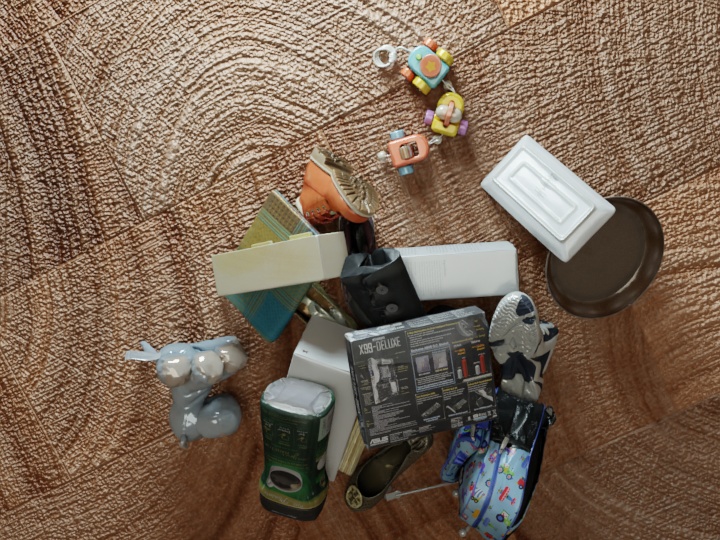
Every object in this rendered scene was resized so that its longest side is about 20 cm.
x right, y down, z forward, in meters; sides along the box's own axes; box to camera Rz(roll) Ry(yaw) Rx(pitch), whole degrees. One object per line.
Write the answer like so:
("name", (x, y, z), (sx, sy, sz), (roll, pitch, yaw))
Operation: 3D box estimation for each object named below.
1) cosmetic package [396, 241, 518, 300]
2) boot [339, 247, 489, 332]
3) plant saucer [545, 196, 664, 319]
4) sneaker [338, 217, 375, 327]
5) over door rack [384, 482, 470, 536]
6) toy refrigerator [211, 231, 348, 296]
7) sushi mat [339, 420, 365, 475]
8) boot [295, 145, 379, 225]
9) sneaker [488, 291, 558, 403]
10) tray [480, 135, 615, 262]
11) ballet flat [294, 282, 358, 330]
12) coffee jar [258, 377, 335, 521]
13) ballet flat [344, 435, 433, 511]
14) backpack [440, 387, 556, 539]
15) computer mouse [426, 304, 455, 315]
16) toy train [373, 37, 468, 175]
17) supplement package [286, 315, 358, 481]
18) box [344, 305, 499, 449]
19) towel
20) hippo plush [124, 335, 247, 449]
("cosmetic package", (0.140, 0.000, 1.188), (0.197, 0.101, 0.072), (-4, 99, 5))
("boot", (0.082, 0.044, 1.113), (0.163, 0.066, 0.201), (-20, 122, 14))
("plant saucer", (0.372, -0.022, 1.178), (0.197, 0.032, 0.203), (-6, 115, -12))
("sneaker", (0.000, 0.000, 1.187), (0.075, 0.116, 0.203), (-12, 98, 2))
("over door rack", (0.141, 0.427, 1.270), (0.197, 0.067, 0.150), (-10, 97, 5))
("toy refrigerator", (-0.120, -0.012, 1.130), (0.198, 0.076, 0.071), (-8, 92, 32))
("sushi mat", (-0.018, 0.237, 1.278), (0.095, 0.012, 0.202), (22, 99, 1))
("boot", (-0.040, -0.102, 1.149), (0.074, 0.200, 0.108), (20, 107, -31))
("sneaker", (0.255, 0.093, 1.177), (0.078, 0.130, 0.201), (-2, 123, 27))
("tray", (0.274, -0.114, 1.144), (0.107, 0.022, 0.200), (-46, 56, 8))
("ballet flat", (-0.083, 0.053, 1.227), (0.200, 0.071, 0.071), (42, 99, -3))
("coffee jar", (-0.093, 0.262, 1.102), (0.103, 0.085, 0.203), (12, 116, 14))
("ballet flat", (0.039, 0.324, 1.247), (0.200, 0.046, 0.068), (-44, 67, 18))
("backpack", (0.197, 0.302, 1.159), (0.133, 0.183, 0.202), (19, 56, 5))
("computer mouse", (0.124, 0.167, 1.238), (0.140, 0.046, 0.201), (35, 96, -8))
("toy train", (0.087, -0.255, 1.175), (0.148, 0.056, 0.203), (-10, 98, 5))
("supplement package", (-0.058, 0.197, 1.182), (0.118, 0.122, 0.202), (19, 117, 2))
("box", (0.086, 0.149, 1.072), (0.197, 0.050, 0.160), (-12, 100, -8))
("towel", (-0.137, -0.004, 1.197), (0.147, 0.022, 0.201), (44, 116, 18))
("hippo plush", (-0.270, 0.202, 1.214), (0.197, 0.159, 0.163), (-5, 98, 4))
